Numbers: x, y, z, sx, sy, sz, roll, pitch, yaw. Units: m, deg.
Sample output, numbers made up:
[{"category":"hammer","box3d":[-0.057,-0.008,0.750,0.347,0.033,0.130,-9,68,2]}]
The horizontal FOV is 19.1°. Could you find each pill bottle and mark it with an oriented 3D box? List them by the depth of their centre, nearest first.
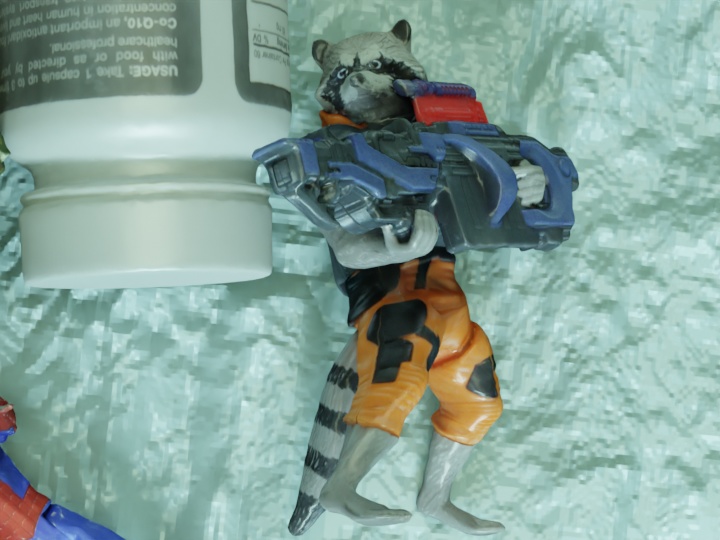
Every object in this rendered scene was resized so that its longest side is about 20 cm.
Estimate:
[{"category":"pill bottle","box3d":[-0.083,-0.096,0.808,0.113,0.114,0.202,-1,87,-8]}]

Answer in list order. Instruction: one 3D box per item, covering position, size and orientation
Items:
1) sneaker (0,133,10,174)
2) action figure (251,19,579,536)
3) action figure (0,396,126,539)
[{"category":"sneaker","box3d":[-0.154,-0.063,0.749,0.067,0.201,0.090,-28,61,-27]},{"category":"action figure","box3d":[0.000,0.000,0.811,0.104,0.199,0.196,-9,78,35]},{"category":"action figure","box3d":[-0.112,0.108,0.804,0.200,0.099,0.065,40,81,-2]}]
